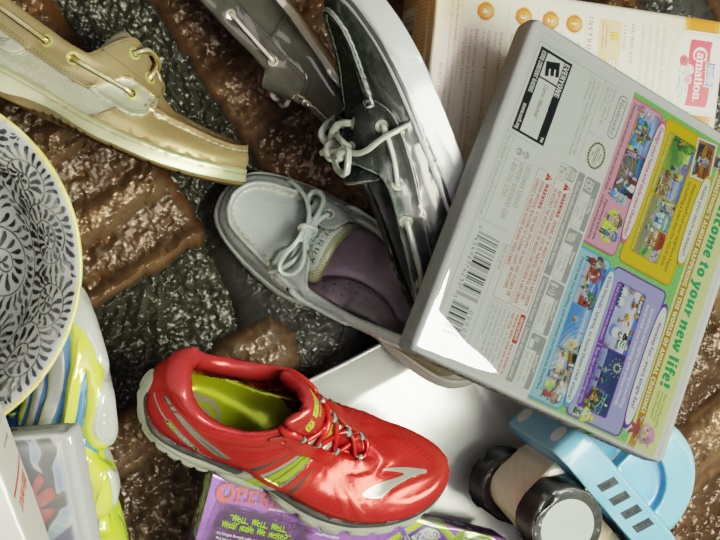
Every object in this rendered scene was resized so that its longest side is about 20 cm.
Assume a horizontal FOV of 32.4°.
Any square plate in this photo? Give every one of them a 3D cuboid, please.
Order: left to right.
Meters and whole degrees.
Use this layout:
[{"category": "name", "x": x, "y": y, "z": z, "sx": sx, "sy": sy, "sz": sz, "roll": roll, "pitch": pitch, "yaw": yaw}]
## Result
[{"category": "square plate", "x": 0.035, "y": 0.140, "z": 0.823, "sx": 0.200, "sy": 0.028, "sz": 0.198, "roll": -27, "pitch": 99, "yaw": -12}]

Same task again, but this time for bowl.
[{"category": "bowl", "x": -0.260, "y": -0.005, "z": 0.700, "sx": 0.200, "sy": 0.094, "sz": 0.201, "roll": -1, "pitch": 95, "yaw": -15}]

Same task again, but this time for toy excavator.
[{"category": "toy excavator", "x": 0.160, "y": 0.091, "z": 0.784, "sx": 0.200, "sy": 0.100, "sz": 0.195, "roll": -43, "pitch": 107, "yaw": -9}]

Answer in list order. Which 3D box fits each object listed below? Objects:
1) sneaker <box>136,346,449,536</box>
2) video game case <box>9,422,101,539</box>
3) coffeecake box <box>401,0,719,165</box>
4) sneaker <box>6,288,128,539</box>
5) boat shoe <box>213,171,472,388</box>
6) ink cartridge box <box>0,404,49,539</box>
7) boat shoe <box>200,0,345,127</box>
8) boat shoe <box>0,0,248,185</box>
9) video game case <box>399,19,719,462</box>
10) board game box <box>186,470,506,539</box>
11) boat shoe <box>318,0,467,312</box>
[{"category": "sneaker", "x": -0.034, "y": 0.099, "z": 0.733, "sx": 0.200, "sy": 0.085, "sz": 0.077, "roll": 18, "pitch": 57, "yaw": -13}, {"category": "video game case", "x": -0.234, "y": 0.190, "z": 0.713, "sx": 0.182, "sy": 0.023, "sz": 0.200, "roll": -5, "pitch": 102, "yaw": 7}, {"category": "coffeecake box", "x": 0.125, "y": -0.095, "z": 0.808, "sx": 0.200, "sy": 0.073, "sz": 0.154, "roll": 5, "pitch": 94, "yaw": -15}, {"category": "sneaker", "x": -0.196, "y": 0.109, "z": 0.734, "sx": 0.105, "sy": 0.076, "sz": 0.200, "roll": -7, "pitch": 96, "yaw": -14}, {"category": "boat shoe", "x": 0.000, "y": 0.002, "z": 0.771, "sx": 0.202, "sy": 0.065, "sz": 0.074, "roll": 37, "pitch": 76, "yaw": 1}, {"category": "ink cartridge box", "x": -0.212, "y": 0.079, "z": 0.609, "sx": 0.067, "sy": 0.117, "sz": 0.200, "roll": -20, "pitch": 98, "yaw": -12}, {"category": "boat shoe", "x": -0.065, "y": -0.149, "z": 0.763, "sx": 0.057, "sy": 0.067, "sz": 0.200, "roll": -35, "pitch": 101, "yaw": 6}, {"category": "boat shoe", "x": -0.151, "y": -0.111, "z": 0.733, "sx": 0.200, "sy": 0.074, "sz": 0.066, "roll": 23, "pitch": 93, "yaw": -15}, {"category": "video game case", "x": 0.132, "y": -0.014, "z": 0.715, "sx": 0.182, "sy": 0.022, "sz": 0.200, "roll": 26, "pitch": 79, "yaw": -23}, {"category": "board game box", "x": -0.016, "y": 0.203, "z": 0.785, "sx": 0.200, "sy": 0.032, "sz": 0.120, "roll": 17, "pitch": 92, "yaw": -15}, {"category": "boat shoe", "x": 0.012, "y": -0.071, "z": 0.715, "sx": 0.068, "sy": 0.074, "sz": 0.200, "roll": -25, "pitch": 101, "yaw": -10}]
